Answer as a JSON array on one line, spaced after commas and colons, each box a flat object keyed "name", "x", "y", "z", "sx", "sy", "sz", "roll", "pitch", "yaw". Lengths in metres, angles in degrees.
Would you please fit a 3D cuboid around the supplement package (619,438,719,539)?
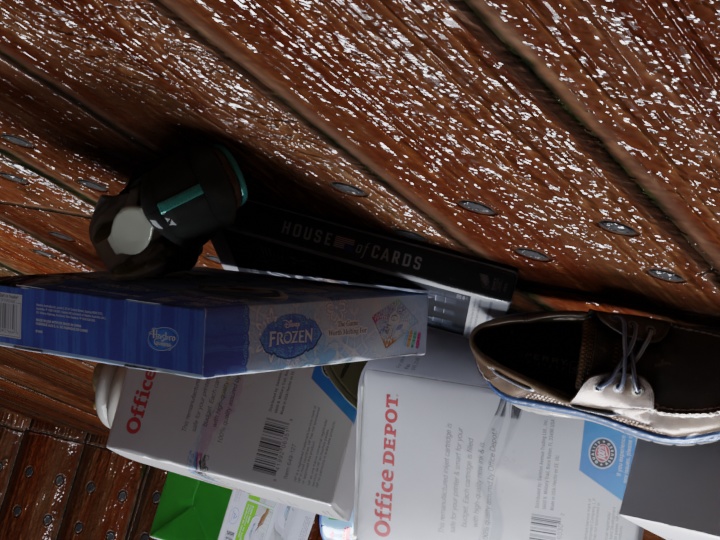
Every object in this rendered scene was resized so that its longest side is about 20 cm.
[{"name": "supplement package", "x": 0.271, "y": 0.134, "z": 1.188, "sx": 0.119, "sy": 0.122, "sz": 0.200, "roll": 9, "pitch": 167, "yaw": 34}]

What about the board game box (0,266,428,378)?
[{"name": "board game box", "x": -0.095, "y": 0.028, "z": 1.110, "sx": 0.199, "sy": 0.044, "sz": 0.198, "roll": 6, "pitch": -175, "yaw": 39}]

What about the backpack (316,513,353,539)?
[{"name": "backpack", "x": 0.028, "y": 0.241, "z": 1.974, "sx": 0.133, "sy": 0.184, "sz": 0.200, "roll": 3, "pitch": 154, "yaw": 19}]

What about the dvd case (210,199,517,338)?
[{"name": "dvd case", "x": 0.000, "y": 0.000, "z": 1.174, "sx": 0.198, "sy": 0.025, "sz": 0.150, "roll": 15, "pitch": 169, "yaw": 4}]

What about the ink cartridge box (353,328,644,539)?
[{"name": "ink cartridge box", "x": 0.102, "y": 0.129, "z": 1.262, "sx": 0.198, "sy": 0.148, "sz": 0.086, "roll": 9, "pitch": -154, "yaw": 13}]

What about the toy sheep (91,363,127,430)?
[{"name": "toy sheep", "x": -0.194, "y": 0.132, "z": 1.852, "sx": 0.198, "sy": 0.139, "sz": 0.138, "roll": 14, "pitch": 170, "yaw": 29}]

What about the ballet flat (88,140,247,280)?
[{"name": "ballet flat", "x": -0.123, "y": -0.032, "z": 1.065, "sx": 0.068, "sy": 0.068, "sz": 0.200, "roll": 60, "pitch": 161, "yaw": 2}]

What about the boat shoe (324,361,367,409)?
[{"name": "boat shoe", "x": 0.058, "y": 0.094, "z": 1.385, "sx": 0.199, "sy": 0.075, "sz": 0.068, "roll": 26, "pitch": -179, "yaw": 31}]

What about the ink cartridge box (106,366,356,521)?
[{"name": "ink cartridge box", "x": -0.091, "y": 0.112, "z": 1.541, "sx": 0.198, "sy": 0.149, "sz": 0.145, "roll": 15, "pitch": 169, "yaw": 9}]

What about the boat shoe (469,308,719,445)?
[{"name": "boat shoe", "x": 0.155, "y": 0.061, "z": 1.091, "sx": 0.198, "sy": 0.073, "sz": 0.072, "roll": -1, "pitch": 162, "yaw": 32}]

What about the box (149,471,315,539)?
[{"name": "box", "x": -0.120, "y": 0.223, "z": 2.000, "sx": 0.096, "sy": 0.202, "sz": 0.176, "roll": 10, "pitch": 169, "yaw": 31}]
